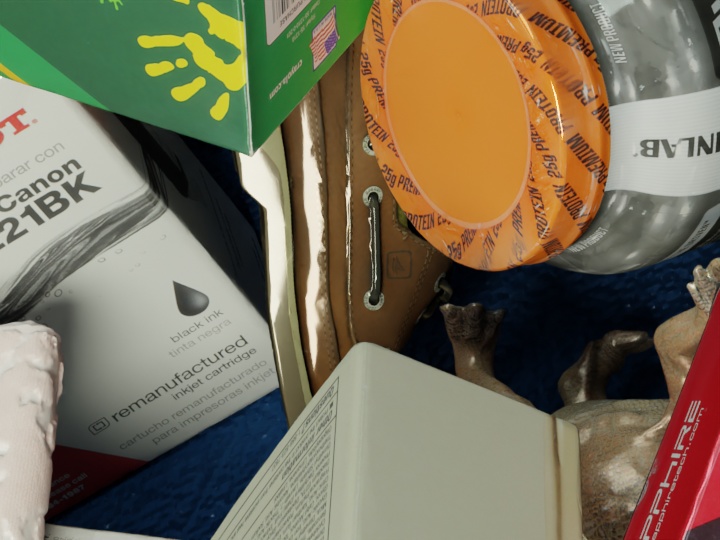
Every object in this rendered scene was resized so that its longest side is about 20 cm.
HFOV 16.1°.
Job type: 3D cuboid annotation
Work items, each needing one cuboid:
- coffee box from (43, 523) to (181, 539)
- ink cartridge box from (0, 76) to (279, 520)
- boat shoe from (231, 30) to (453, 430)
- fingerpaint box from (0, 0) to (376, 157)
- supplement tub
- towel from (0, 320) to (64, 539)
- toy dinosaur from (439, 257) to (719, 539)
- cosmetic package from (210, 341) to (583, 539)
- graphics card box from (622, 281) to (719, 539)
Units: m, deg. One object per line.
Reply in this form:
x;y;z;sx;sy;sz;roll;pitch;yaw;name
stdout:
-0.097;0.138;0.824;0.199;0.114;0.080;2;59;33;coffee box
-0.132;-0.008;0.892;0.144;0.200;0.084;-30;47;7;ink cartridge box
0.000;0.000;0.837;0.068;0.201;0.072;-11;19;-3;boat shoe
-0.059;-0.137;0.802;0.166;0.074;0.200;18;44;21;fingerpaint box
0.106;-0.071;0.798;0.199;0.123;0.122;-19;36;-34;supplement tub
-0.182;0.121;0.788;0.190;0.032;0.201;-16;51;22;towel
0.085;0.077;0.789;0.199;0.086;0.136;-9;72;38;toy dinosaur
0.003;0.128;0.637;0.104;0.073;0.200;-54;23;39;cosmetic package
0.166;0.095;0.649;0.199;0.051;0.126;23;83;-7;graphics card box
